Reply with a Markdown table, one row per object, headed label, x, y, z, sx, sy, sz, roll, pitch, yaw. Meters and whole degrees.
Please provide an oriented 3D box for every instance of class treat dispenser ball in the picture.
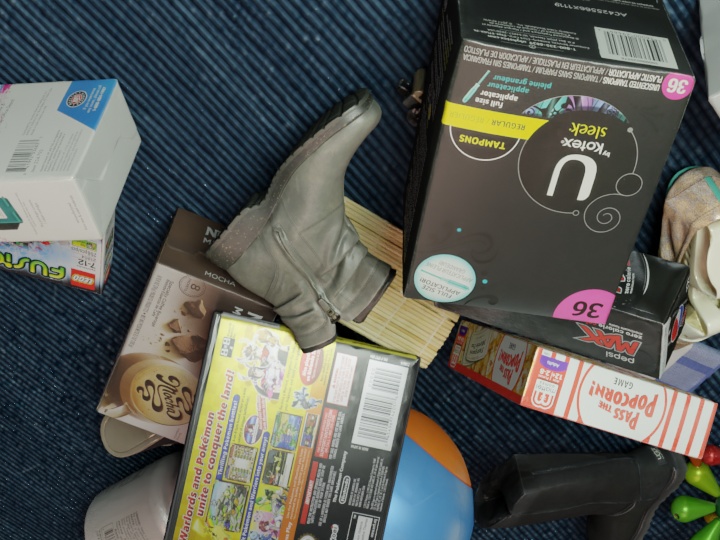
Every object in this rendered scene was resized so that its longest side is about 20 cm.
| label | x | y | z | sx | sy | sz | roll | pitch | yaw |
| --- | --- | --- | --- | --- | --- | --- | --- | --- | --- |
| treat dispenser ball | 0.011 | 0.228 | 1.129 | 0.198 | 0.202 | 0.202 | 6 | 138 | 6 |

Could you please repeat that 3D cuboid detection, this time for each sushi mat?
| label | x | y | z | sx | sy | sz | roll | pitch | yaw |
| --- | --- | --- | --- | --- | --- | --- | --- | --- | --- |
| sushi mat | 0.000 | 0.000 | 0.987 | 0.199 | 0.012 | 0.096 | 29 | 94 | -19 |

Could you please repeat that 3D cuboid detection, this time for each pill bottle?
| label | x | y | z | sx | sy | sz | roll | pitch | yaw |
| --- | --- | --- | --- | --- | --- | --- | --- | --- | --- |
| pill bottle | -0.205 | 0.264 | 1.282 | 0.114 | 0.115 | 0.199 | 37 | 132 | -26 |

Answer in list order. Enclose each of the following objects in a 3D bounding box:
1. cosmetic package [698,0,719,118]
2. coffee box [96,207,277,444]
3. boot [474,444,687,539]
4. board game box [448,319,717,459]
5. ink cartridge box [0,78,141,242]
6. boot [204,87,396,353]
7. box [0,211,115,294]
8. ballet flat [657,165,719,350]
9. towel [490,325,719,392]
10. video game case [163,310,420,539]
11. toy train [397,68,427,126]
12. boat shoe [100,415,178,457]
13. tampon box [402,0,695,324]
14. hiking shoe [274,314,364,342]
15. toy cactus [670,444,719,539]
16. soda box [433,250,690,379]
| label | x | y | z | sx | sy | sz | roll | pitch | yaw |
| --- | --- | --- | --- | --- | --- | --- | --- | --- | --- |
| cosmetic package | 0.314 | -0.155 | 0.714 | 0.199 | 0.114 | 0.081 | -24 | 127 | 35 |
| coffee box | -0.151 | 0.057 | 1.050 | 0.112 | 0.080 | 0.201 | 22 | 128 | -10 |
| boot | 0.198 | 0.231 | 1.131 | 0.198 | 0.066 | 0.166 | -4 | 134 | -30 |
| board game box | 0.169 | 0.090 | 0.936 | 0.150 | 0.047 | 0.200 | 18 | 180 | -11 |
| ink cartridge box | -0.287 | -0.085 | 0.920 | 0.197 | 0.117 | 0.068 | 0 | 138 | 14 |
| boot | -0.018 | -0.036 | 0.909 | 0.130 | 0.068 | 0.200 | 40 | 117 | -8 |
| box | -0.317 | -0.049 | 1.027 | 0.197 | 0.035 | 0.111 | 14 | 138 | -3 |
| ballet flat | 0.265 | 0.011 | 0.924 | 0.067 | 0.067 | 0.201 | -23 | 135 | -10 |
| towel | 0.210 | 0.079 | 1.058 | 0.198 | 0.024 | 0.147 | 22 | 135 | -14 |
| video game case | -0.057 | 0.150 | 0.972 | 0.178 | 0.203 | 0.025 | 13 | 178 | -9 |
| toy train | 0.111 | -0.091 | 0.887 | 0.199 | 0.034 | 0.046 | 32 | 131 | -22 |
| boat shoe | -0.176 | 0.140 | 1.199 | 0.198 | 0.074 | 0.063 | -22 | 172 | 24 |
| tampon box | 0.115 | -0.085 | 0.791 | 0.148 | 0.127 | 0.202 | 7 | 128 | -4 |
| hiking shoe | -0.025 | 0.105 | 1.016 | 0.086 | 0.203 | 0.074 | -15 | 168 | 28 |
| toy cactus | 0.390 | 0.236 | 1.147 | 0.163 | 0.103 | 0.202 | -4 | 128 | 2 |
| soda box | 0.154 | 0.013 | 0.920 | 0.198 | 0.064 | 0.071 | 17 | 143 | 25 |
